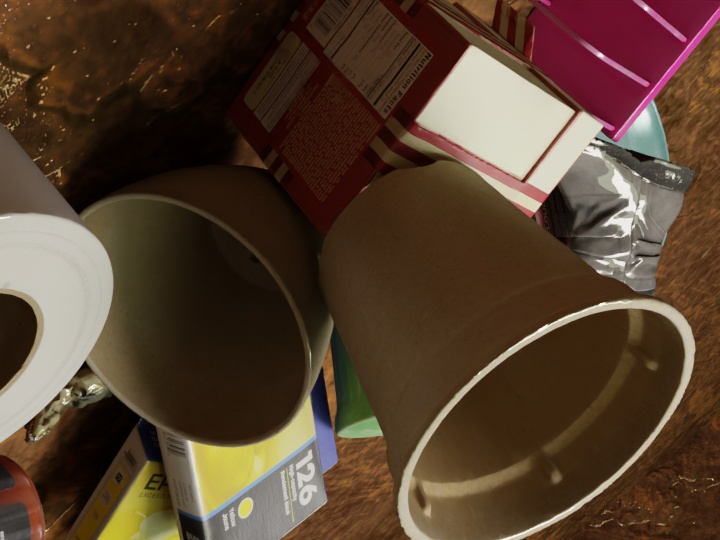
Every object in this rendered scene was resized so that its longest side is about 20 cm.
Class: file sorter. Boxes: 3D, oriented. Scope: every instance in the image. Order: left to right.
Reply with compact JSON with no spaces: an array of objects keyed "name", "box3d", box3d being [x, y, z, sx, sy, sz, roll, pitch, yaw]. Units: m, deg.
[{"name":"file sorter","box3d":[0.203,-0.235,0.982,0.200,0.139,0.125,-52,151,17]}]

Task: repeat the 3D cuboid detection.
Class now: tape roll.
[{"name":"tape roll","box3d":[-0.254,0.005,0.654,0.202,0.139,0.203,-34,154,-19]}]

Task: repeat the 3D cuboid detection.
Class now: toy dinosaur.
[{"name":"toy dinosaur","box3d":[-0.190,0.071,0.972,0.199,0.047,0.088,-23,151,-47]}]

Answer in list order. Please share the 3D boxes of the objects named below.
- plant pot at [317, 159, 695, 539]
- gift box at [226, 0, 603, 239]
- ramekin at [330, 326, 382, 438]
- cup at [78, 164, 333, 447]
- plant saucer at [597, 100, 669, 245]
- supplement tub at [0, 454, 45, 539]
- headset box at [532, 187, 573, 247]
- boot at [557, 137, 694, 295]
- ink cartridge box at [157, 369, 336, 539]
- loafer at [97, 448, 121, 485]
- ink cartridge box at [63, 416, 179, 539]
[{"name":"plant pot","box3d":[0.068,0.037,0.748,0.199,0.184,0.201,-20,137,-19]},{"name":"gift box","box3d":[0.041,-0.118,0.873,0.186,0.200,0.185,21,118,-46]},{"name":"ramekin","box3d":[0.066,0.085,1.111,0.199,0.098,0.200,-11,167,-3]},{"name":"cup","box3d":[-0.095,0.003,0.870,0.143,0.200,0.201,-51,169,-51]},{"name":"plant saucer","box3d":[0.243,-0.098,1.164,0.036,0.202,0.199,-6,180,36]},{"name":"supplement tub","box3d":[-0.335,0.200,0.872,0.199,0.107,0.107,-6,136,-53]},{"name":"headset box","box3d":[0.137,-0.042,1.169,0.148,0.078,0.200,-15,173,32]},{"name":"boot","box3d":[0.192,-0.048,1.043,0.199,0.070,0.132,15,99,-19]},{"name":"ink cartridge box","box3d":[-0.082,0.133,1.030,0.200,0.047,0.199,-31,122,-42]},{"name":"loafer","box3d":[-0.217,0.199,1.106,0.071,0.073,0.201,13,115,-50]},{"name":"ink cartridge box","box3d":[-0.146,0.196,1.074,0.197,0.047,0.200,15,116,-49]}]
